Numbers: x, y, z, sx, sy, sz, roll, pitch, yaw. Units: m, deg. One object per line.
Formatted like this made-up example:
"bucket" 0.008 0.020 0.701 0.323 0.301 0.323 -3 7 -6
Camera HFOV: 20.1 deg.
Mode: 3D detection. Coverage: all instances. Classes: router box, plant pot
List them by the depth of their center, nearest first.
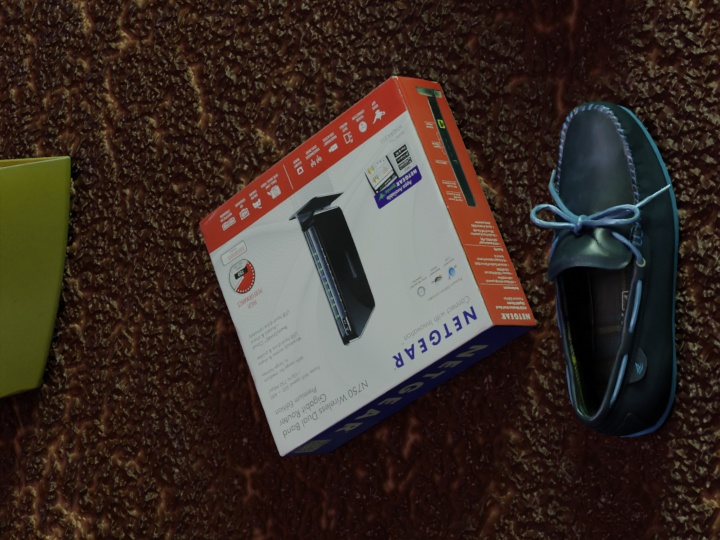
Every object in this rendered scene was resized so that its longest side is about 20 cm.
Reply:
"router box" 0.000 0.000 1.332 0.200 0.049 0.180 -35 67 34
"plant pot" -0.344 0.016 1.547 0.200 0.200 0.177 0 100 40

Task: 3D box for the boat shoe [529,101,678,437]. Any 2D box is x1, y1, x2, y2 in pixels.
"boat shoe" 0.148 -0.004 1.192 0.084 0.069 0.201 -19 77 39
